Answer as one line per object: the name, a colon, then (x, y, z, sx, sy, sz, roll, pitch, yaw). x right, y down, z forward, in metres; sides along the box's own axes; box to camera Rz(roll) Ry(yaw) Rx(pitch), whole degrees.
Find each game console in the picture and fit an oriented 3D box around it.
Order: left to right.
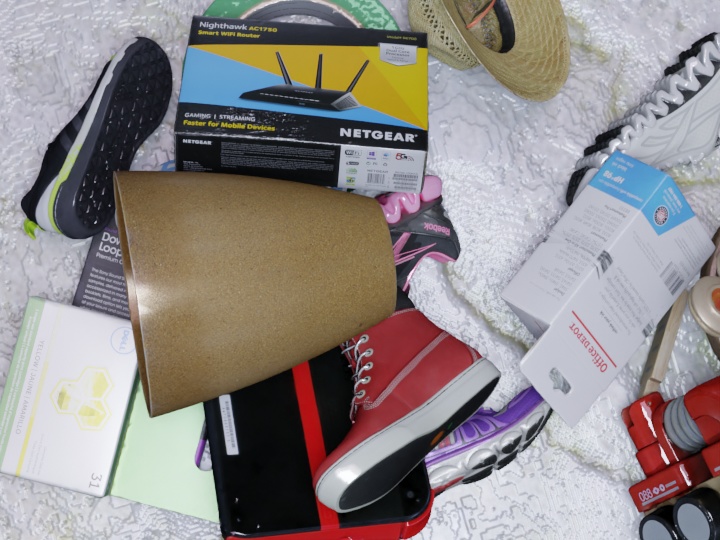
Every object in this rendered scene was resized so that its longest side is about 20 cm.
game console: (-0.038, 0.126, 1.265, 0.175, 0.031, 0.201, -3, 55, -15)

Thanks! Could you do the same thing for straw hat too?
straw hat: (0.089, -0.223, 1.353, 0.085, 0.200, 0.203, -24, 82, 36)

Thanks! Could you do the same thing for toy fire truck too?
toy fire truck: (0.282, 0.112, 1.286, 0.128, 0.176, 0.201, -19, 76, -32)

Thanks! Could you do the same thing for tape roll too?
tape roll: (-0.054, -0.159, 1.362, 0.198, 0.048, 0.202, 0, 82, -2)

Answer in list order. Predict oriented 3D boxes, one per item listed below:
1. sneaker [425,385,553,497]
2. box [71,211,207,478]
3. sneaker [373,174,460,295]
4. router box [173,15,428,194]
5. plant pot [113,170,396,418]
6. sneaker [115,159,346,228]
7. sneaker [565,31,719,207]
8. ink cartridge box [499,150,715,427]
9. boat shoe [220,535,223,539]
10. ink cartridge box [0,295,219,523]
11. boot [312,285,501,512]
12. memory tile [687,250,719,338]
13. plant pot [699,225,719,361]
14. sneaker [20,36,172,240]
sneaker: (0.070, 0.139, 1.316, 0.199, 0.081, 0.084, -24, 72, -8)
box: (-0.179, 0.059, 1.335, 0.142, 0.036, 0.202, 17, 84, -1)
sneaker: (0.000, 0.000, 1.330, 0.199, 0.079, 0.096, -30, 99, -12)
router box: (-0.045, -0.136, 1.273, 0.198, 0.051, 0.150, 4, 47, -2)
plant pot: (-0.079, 0.004, 1.205, 0.198, 0.186, 0.188, -9, 83, -12)
sneaker: (-0.109, -0.062, 1.292, 0.198, 0.072, 0.073, -10, 98, 5)
sneaker: (0.261, -0.114, 1.359, 0.200, 0.075, 0.081, -43, 97, -5)
ink cartridge box: (0.194, 0.016, 1.308, 0.200, 0.116, 0.067, -50, 45, -7)
boat shoe: (-0.057, 0.158, 1.293, 0.072, 0.072, 0.201, 27, 68, -8)
ink cartridge box: (-0.191, 0.116, 1.288, 0.198, 0.048, 0.147, 14, 83, 1)
boot: (-0.001, 0.092, 1.238, 0.144, 0.073, 0.200, 41, 48, 16)
memory tile: (0.358, 0.051, 1.239, 0.200, 0.017, 0.153, 45, 54, 3)
plant pot: (0.394, 0.017, 1.334, 0.199, 0.093, 0.203, 0, 82, -2)
sneaker: (-0.233, -0.117, 1.336, 0.082, 0.072, 0.201, 7, 61, 34)
